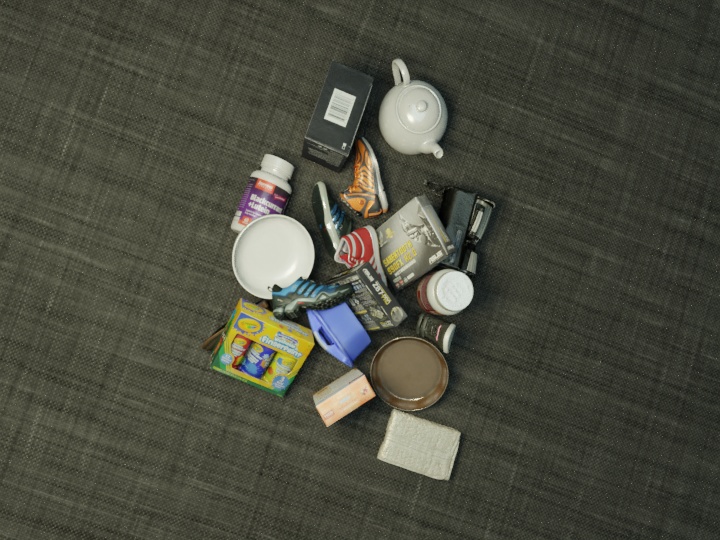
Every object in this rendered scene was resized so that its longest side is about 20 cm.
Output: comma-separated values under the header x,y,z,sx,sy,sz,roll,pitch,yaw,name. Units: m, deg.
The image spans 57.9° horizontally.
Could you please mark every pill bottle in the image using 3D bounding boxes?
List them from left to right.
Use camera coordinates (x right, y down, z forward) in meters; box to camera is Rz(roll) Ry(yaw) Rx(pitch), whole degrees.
x,y,z,sx,sy,sz,roll,pitch,yaw,name
-0.236,-0.176,1.608,0.109,0.111,0.205,21,84,-5,pill bottle
0.208,0.054,1.602,0.106,0.200,0.113,0,87,-6,pill bottle

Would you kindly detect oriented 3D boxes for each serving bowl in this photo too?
x,y,z,sx,sy,sz,roll,pitch,yaw,name
-0.211,-0.039,1.541,0.195,0.066,0.206,-7,110,-19,serving bowl

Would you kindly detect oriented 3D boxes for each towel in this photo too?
x,y,z,sx,sy,sz,roll,pitch,yaw,name
0.152,0.444,1.656,0.195,0.034,0.136,20,83,-4,towel

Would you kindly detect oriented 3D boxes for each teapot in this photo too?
x,y,z,sx,sy,sz,roll,pitch,yaw,name
0.138,-0.401,1.649,0.196,0.146,0.202,22,84,-4,teapot

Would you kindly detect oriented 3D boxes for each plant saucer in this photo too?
x,y,z,sx,sy,sz,roll,pitch,yaw,name
0.123,0.255,1.634,0.194,0.032,0.206,2,107,5,plant saucer

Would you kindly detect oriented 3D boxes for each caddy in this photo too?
x,y,z,sx,sy,sz,roll,pitch,yaw,name
-0.064,0.143,1.595,0.104,0.141,0.202,-36,90,-10,caddy

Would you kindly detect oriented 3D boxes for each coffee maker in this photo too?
x,y,z,sx,sy,sz,roll,pitch,yaw,name
0.229,-0.100,1.664,0.188,0.135,0.205,17,83,19,coffee maker

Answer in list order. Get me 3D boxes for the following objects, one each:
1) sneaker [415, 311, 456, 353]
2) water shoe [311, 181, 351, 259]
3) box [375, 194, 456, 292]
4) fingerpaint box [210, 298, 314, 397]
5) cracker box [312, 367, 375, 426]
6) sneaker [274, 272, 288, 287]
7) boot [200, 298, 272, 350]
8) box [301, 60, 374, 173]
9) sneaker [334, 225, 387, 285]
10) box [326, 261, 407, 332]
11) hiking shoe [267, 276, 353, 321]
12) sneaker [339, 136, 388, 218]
x,y,z,sx,sy,sz,roll,pitch,yaw,name
0.181,0.150,1.603,0.097,0.200,0.072,19,92,6,sneaker
-0.066,-0.129,1.658,0.077,0.071,0.205,-17,93,-29,water shoe
0.122,-0.065,1.600,0.048,0.199,0.161,-20,78,-47,box
-0.234,0.187,1.552,0.197,0.074,0.169,27,107,-21,fingerpaint box
-0.043,0.299,1.558,0.132,0.200,0.059,-31,90,-7,cracker box
-0.225,0.031,1.624,0.112,0.076,0.206,2,76,-1,sneaker
-0.292,0.164,1.599,0.198,0.075,0.098,-33,98,5,boot
-0.060,-0.370,1.596,0.115,0.200,0.201,20,84,-5,box
0.000,0.000,1.617,0.111,0.071,0.205,-18,101,-35,sneaker
0.011,0.069,1.569,0.049,0.199,0.163,-37,97,-25,box
-0.114,0.048,1.507,0.195,0.075,0.089,-14,72,-6,hiking shoe
-0.006,-0.231,1.656,0.109,0.078,0.205,-16,89,-8,sneaker
